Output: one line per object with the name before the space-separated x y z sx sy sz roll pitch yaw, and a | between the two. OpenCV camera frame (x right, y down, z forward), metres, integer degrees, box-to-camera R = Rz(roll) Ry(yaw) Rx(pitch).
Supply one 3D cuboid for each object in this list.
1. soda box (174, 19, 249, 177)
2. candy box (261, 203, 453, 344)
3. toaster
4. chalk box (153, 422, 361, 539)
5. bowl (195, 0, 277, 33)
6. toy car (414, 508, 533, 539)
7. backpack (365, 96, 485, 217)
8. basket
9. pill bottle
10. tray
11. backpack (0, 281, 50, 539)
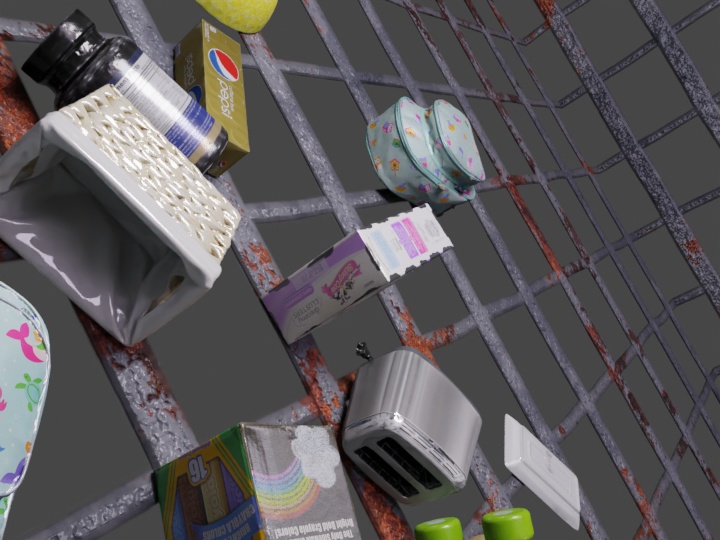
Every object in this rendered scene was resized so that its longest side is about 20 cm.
soda box | -0.192 -0.221 0.986 0.068 0.064 0.200 26 44 -42
candy box | 0.000 0.000 0.962 0.072 0.168 0.200 59 30 3
toaster | 0.057 0.187 0.932 0.200 0.114 0.129 47 35 -21
chalk box | -0.081 0.248 0.671 0.124 0.124 0.200 16 51 -50
bowl | -0.188 -0.479 1.181 0.200 0.108 0.200 36 36 -33
toy car | 0.167 0.362 0.915 0.200 0.158 0.164 12 64 -65
backpack | 0.110 -0.202 1.324 0.200 0.153 0.176 14 57 -41
basket | -0.228 -0.054 0.723 0.200 0.136 0.123 47 28 -18
pill bottle | -0.247 -0.173 0.817 0.200 0.112 0.112 43 34 -23
tray | 0.299 0.324 1.245 0.200 0.022 0.107 44 33 -23
backpack | -0.296 0.078 0.501 0.177 0.151 0.200 35 33 -32
